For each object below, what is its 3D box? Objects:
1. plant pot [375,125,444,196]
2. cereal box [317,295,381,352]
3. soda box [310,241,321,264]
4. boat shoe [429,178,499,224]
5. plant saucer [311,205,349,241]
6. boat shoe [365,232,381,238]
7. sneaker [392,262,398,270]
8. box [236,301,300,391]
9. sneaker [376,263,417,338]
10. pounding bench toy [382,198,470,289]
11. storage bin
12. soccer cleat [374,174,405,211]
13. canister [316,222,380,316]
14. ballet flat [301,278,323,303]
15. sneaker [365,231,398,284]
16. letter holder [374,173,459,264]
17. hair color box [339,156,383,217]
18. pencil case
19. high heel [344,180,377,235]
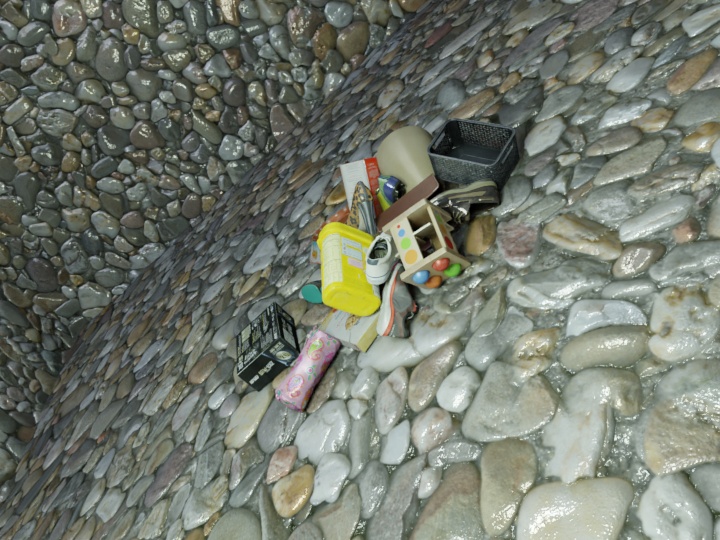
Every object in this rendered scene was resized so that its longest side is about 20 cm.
[{"bbox_3d":[0.160,-0.275,1.573,0.187,0.187,0.201,-37,43,14],"label":"plant pot"},{"bbox_3d":[-0.012,0.120,1.392,0.144,0.040,0.199,-53,27,-19],"label":"cereal box"},{"bbox_3d":[-0.078,-0.048,1.666,0.199,0.063,0.069,9,93,57],"label":"soda box"},{"bbox_3d":[0.241,-0.153,1.339,0.198,0.075,0.074,-23,60,8],"label":"boat shoe"},{"bbox_3d":[-0.074,-0.148,1.829,0.199,0.032,0.201,-34,19,13],"label":"plant saucer"},{"bbox_3d":[-0.001,-0.059,1.543,0.199,0.072,0.065,-39,-19,-26],"label":"boat shoe"},{"bbox_3d":[0.000,0.000,1.477,0.198,0.075,0.088,-21,15,-1],"label":"sneaker"},{"bbox_3d":[-0.264,0.210,1.571,0.163,0.086,0.200,-41,27,7],"label":"box"},{"bbox_3d":[0.091,0.075,1.282,0.077,0.081,0.202,119,168,-52],"label":"sneaker"},{"bbox_3d":[0.173,-0.040,1.282,0.124,0.199,0.158,-33,61,26],"label":"pounding bench toy"},{"bbox_3d":[0.286,-0.295,1.414,0.198,0.094,0.136,21,66,34],"label":"storage bin"},{"bbox_3d":[0.079,-0.195,1.556,0.083,0.201,0.065,29,65,17],"label":"soccer cleat"},{"bbox_3d":[-0.027,-0.003,1.327,0.087,0.147,0.202,-49,33,38],"label":"canister"},{"bbox_3d":[-0.096,0.053,1.587,0.199,0.073,0.073,-12,41,56],"label":"ballet flat"},{"bbox_3d":[0.060,-0.052,1.306,0.072,0.071,0.201,6,37,11],"label":"sneaker"},{"bbox_3d":[0.150,-0.129,1.446,0.199,0.101,0.143,-37,30,16],"label":"letter holder"},{"bbox_3d":[0.013,-0.222,1.643,0.101,0.203,0.061,-3,13,42],"label":"hair color box"},{"bbox_3d":[-0.126,0.236,1.340,0.087,0.087,0.201,-1,53,53],"label":"pencil case"},{"bbox_3d":[-0.010,-0.172,1.528,0.071,0.144,0.200,-16,11,-20],"label":"high heel"}]
